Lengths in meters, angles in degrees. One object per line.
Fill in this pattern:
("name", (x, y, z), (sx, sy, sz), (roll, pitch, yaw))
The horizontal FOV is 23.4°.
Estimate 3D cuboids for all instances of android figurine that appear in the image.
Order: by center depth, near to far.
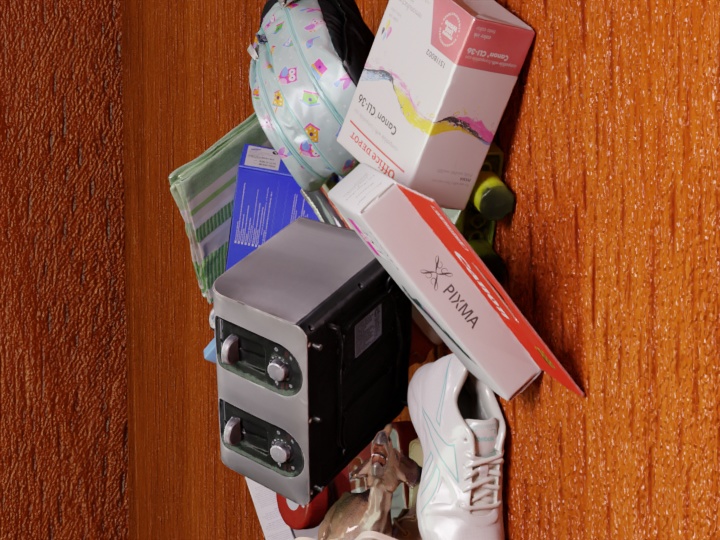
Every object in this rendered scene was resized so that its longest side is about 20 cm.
("android figurine", (0.079, -0.066, 1.488), (0.200, 0.041, 0.184), (-123, 34, -59))

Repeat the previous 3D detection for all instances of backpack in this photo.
("backpack", (-0.027, -0.162, 1.562), (0.126, 0.167, 0.201), (-38, 26, 15))

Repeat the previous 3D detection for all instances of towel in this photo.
("towel", (-0.122, -0.070, 1.788), (0.023, 0.152, 0.201), (38, 155, 30))

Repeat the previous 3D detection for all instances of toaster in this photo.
("toaster", (-0.036, 0.066, 1.480), (0.118, 0.200, 0.182), (18, 126, 27))

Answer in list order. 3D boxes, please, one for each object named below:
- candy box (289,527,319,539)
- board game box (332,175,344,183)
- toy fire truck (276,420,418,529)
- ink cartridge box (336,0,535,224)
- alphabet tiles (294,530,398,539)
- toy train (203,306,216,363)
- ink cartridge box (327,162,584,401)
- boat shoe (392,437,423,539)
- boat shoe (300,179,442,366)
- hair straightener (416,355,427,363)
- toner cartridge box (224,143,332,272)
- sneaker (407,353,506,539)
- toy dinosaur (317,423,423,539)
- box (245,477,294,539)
("candy box", (-0.068, 0.175, 1.891), (0.168, 0.071, 0.201), (74, 180, -48))
("board game box", (-0.008, -0.057, 1.770), (0.200, 0.055, 0.198), (-131, 41, -66))
("toy fire truck", (0.009, 0.254, 1.680), (0.167, 0.111, 0.202), (-20, 73, 54))
("ink cartridge box", (0.051, -0.128, 1.400), (0.117, 0.067, 0.201), (46, 123, 48))
("alphabet tiles", (0.022, 0.276, 1.438), (0.196, 0.199, 0.015), (127, 161, -52))
("toy train", (-0.063, 0.094, 1.747), (0.087, 0.199, 0.115), (-48, 35, 27))
("ink cartridge box", (0.070, 0.017, 1.317), (0.200, 0.043, 0.174), (51, 176, -19))
("boat shoe", (0.057, 0.244, 1.547), (0.074, 0.068, 0.202), (135, 131, -69))
("boat shoe", (0.000, 0.000, 1.583), (0.201, 0.062, 0.071), (55, -163, 9))
("hair straightener", (0.036, -0.014, 1.638), (0.077, 0.041, 0.202), (-172, 78, -74))
("toner cartridge box", (-0.086, -0.029, 1.762), (0.043, 0.094, 0.201), (-78, 0, -51))
("sneaker", (0.087, 0.163, 1.435), (0.080, 0.070, 0.202), (-38, 57, 55))
("toy dinosaur", (0.001, 0.216, 1.510), (0.200, 0.085, 0.137), (-31, 48, 57))
("box", (-0.092, 0.265, 1.975), (0.144, 0.036, 0.202), (36, -144, -83))
